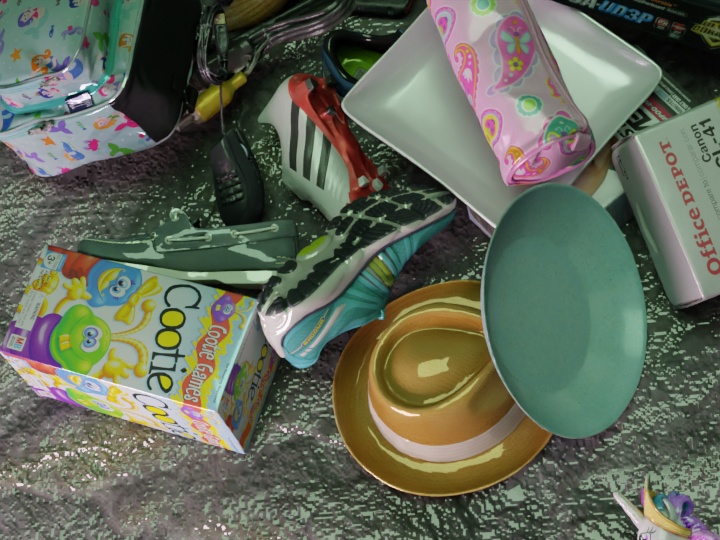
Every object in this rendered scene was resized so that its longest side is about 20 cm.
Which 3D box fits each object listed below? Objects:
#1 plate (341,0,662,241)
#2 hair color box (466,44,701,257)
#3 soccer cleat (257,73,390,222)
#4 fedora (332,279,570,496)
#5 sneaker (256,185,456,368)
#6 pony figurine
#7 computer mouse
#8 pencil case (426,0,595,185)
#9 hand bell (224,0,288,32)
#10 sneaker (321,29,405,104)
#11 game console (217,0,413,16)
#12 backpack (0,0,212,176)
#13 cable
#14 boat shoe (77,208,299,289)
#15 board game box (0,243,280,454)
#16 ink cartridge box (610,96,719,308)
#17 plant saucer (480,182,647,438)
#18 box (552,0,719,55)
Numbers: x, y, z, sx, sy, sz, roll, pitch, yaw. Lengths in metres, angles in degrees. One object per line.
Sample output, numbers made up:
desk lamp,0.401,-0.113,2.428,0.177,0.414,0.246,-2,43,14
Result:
plate,0.118,-0.147,1.449,0.199,0.032,0.200,38,76,16
hair color box,0.194,-0.087,1.468,0.200,0.061,0.099,-40,65,-8
soccer cleat,-0.024,-0.076,1.507,0.085,0.068,0.201,-35,77,36
fedora,0.070,0.083,1.400,0.198,0.082,0.203,-4,65,8
sneaker,0.000,0.000,1.418,0.199,0.080,0.077,-39,35,-18
pony figurine,0.254,0.266,1.259,0.191,0.166,0.202,14,84,24
computer mouse,-0.109,-0.131,1.504,0.034,0.059,0.202,-3,101,26
pencil case,0.118,-0.169,1.395,0.087,0.088,0.202,-21,70,0
hand bell,-0.046,-0.273,1.577,0.199,0.104,0.105,-27,62,14
sneaker,0.047,-0.156,1.512,0.198,0.089,0.079,21,72,19
game console,-0.033,-0.327,1.639,0.198,0.031,0.179,6,67,14
backpack,-0.254,-0.182,1.536,0.199,0.150,0.179,-19,51,36
cable,-0.093,-0.197,1.569,0.199,0.051,0.097,-28,30,3
boat shoe,-0.148,-0.020,1.489,0.197,0.073,0.063,4,84,4
board game box,-0.179,0.065,1.443,0.198,0.103,0.106,14,69,16
ink cartridge box,0.324,-0.074,1.392,0.198,0.086,0.149,-23,86,-8
plant saucer,0.152,0.033,1.372,0.038,0.200,0.203,-11,57,45
box,0.250,-0.273,1.492,0.198,0.046,0.160,17,47,-3
